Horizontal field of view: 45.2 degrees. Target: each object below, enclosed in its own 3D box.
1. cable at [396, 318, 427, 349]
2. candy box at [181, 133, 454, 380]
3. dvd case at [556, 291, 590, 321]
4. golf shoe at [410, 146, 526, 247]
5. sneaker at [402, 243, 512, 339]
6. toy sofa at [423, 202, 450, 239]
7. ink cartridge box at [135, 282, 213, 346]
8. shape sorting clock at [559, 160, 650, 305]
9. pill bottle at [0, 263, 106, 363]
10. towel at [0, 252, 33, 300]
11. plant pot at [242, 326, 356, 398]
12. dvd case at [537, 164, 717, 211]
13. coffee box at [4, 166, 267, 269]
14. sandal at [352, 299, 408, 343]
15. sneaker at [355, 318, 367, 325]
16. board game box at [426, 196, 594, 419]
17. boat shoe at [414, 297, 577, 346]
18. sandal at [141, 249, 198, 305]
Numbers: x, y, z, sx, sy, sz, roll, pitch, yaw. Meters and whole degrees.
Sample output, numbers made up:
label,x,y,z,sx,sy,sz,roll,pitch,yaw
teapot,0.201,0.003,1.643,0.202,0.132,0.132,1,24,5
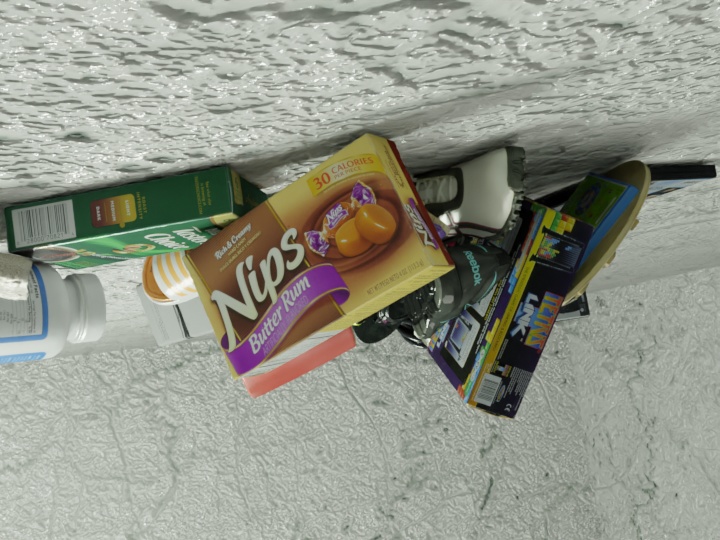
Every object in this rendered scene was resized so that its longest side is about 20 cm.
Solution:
label,x,y,z,sx,sy,sz,roll,pitch,yaw
cable,0.111,0.042,1.217,0.163,0.200,0.051,-24,148,-26
candy box,-0.038,-0.007,0.697,0.200,0.117,0.056,-30,168,22
dvd case,0.200,0.003,1.174,0.199,0.151,0.025,-8,173,-3
golf shoe,0.085,-0.063,0.811,0.088,0.078,0.200,7,165,-19
sneaker,0.088,0.019,0.844,0.079,0.076,0.200,-18,174,-10
toy sofa,0.003,-0.019,0.830,0.083,0.097,0.200,-53,-177,-14
ink cartridge box,-0.147,0.016,0.998,0.144,0.084,0.200,-24,-176,-39
shape sorting clock,0.230,-0.030,0.902,0.039,0.200,0.200,35,162,-11
pill bottle,-0.400,0.049,0.981,0.199,0.113,0.112,-2,171,-38
towel,-0.361,0.000,0.763,0.132,0.035,0.200,9,173,-21
plant pot,-0.109,0.075,1.325,0.177,0.201,0.200,-18,174,-3
dvd case,0.307,-0.094,1.055,0.142,0.018,0.200,-5,173,-25
coffee box,-0.188,-0.042,0.756,0.199,0.044,0.123,-10,172,7
sandal,0.058,0.019,1.134,0.075,0.201,0.048,35,-166,-20
sneaker,0.000,0.000,1.052,0.081,0.074,0.200,-8,-159,39
board game box,0.144,0.025,0.874,0.057,0.201,0.165,19,-170,-12
boat shoe,0.159,0.044,0.999,0.201,0.060,0.072,-24,155,-15
sandal,-0.146,-0.028,0.841,0.206,0.079,0.059,-21,167,25
